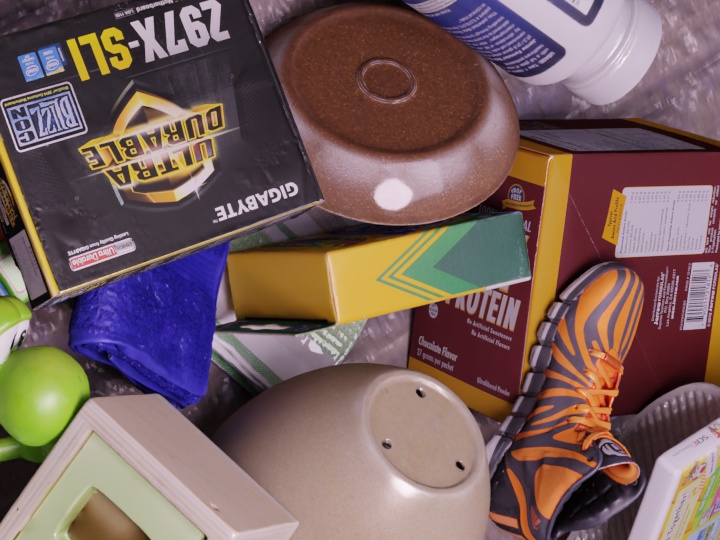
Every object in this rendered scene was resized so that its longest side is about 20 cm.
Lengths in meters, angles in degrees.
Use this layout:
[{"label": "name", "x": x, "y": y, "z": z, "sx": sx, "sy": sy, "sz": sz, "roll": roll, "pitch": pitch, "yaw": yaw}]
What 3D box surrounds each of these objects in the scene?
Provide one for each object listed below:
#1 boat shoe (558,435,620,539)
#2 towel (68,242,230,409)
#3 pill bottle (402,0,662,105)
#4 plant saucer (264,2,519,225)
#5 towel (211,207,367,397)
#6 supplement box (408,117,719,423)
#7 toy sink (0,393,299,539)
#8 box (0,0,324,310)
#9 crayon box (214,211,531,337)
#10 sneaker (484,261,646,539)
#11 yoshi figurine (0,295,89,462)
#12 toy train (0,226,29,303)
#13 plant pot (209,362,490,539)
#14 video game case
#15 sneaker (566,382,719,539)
[{"label": "boat shoe", "x": 0.223, "y": 0.164, "z": 1.776, "sx": 0.200, "sy": 0.075, "sz": 0.074, "roll": -42, "pitch": 112, "yaw": -26}, {"label": "towel", "x": -0.125, "y": -0.023, "z": 1.475, "sx": 0.148, "sy": 0.049, "sz": 0.202, "roll": 41, "pitch": 53, "yaw": -61}, {"label": "pill bottle", "x": 0.110, "y": -0.196, "z": 1.554, "sx": 0.199, "sy": 0.111, "sz": 0.112, "roll": 31, "pitch": 76, "yaw": -30}, {"label": "plant saucer", "x": 0.015, "y": -0.119, "z": 1.548, "sx": 0.200, "sy": 0.200, "sz": 0.037, "roll": -28, "pitch": 151, "yaw": -30}, {"label": "towel", "x": -0.040, "y": -0.010, "z": 1.602, "sx": 0.149, "sy": 0.031, "sz": 0.201, "roll": 42, "pitch": 70, "yaw": -31}, {"label": "supplement box", "x": 0.160, "y": -0.003, "z": 1.664, "sx": 0.199, "sy": 0.132, "sz": 0.199, "roll": -3, "pitch": 105, "yaw": -35}, {"label": "toy sink", "x": -0.159, "y": 0.195, "z": 1.411, "sx": 0.200, "sy": 0.130, "sz": 0.112, "roll": -53, "pitch": 163, "yaw": 12}, {"label": "box", "x": -0.138, "y": -0.083, "z": 1.401, "sx": 0.199, "sy": 0.049, "sz": 0.161, "roll": -20, "pitch": 86, "yaw": -31}, {"label": "crayon box", "x": 0.000, "y": 0.000, "z": 1.541, "sx": 0.199, "sy": 0.125, "sz": 0.052, "roll": -14, "pitch": 98, "yaw": -35}, {"label": "sneaker", "x": 0.161, "y": 0.097, "z": 1.540, "sx": 0.077, "sy": 0.112, "sz": 0.201, "roll": 26, "pitch": 89, "yaw": -37}, {"label": "yoshi figurine", "x": -0.231, "y": 0.119, "z": 1.399, "sx": 0.111, "sy": 0.112, "sz": 0.201, "roll": 17, "pitch": 101, "yaw": -27}, {"label": "toy train", "x": -0.270, "y": -0.053, "z": 1.412, "sx": 0.115, "sy": 0.085, "sz": 0.201, "roll": -37, "pitch": 114, "yaw": -13}, {"label": "plant pot", "x": 0.008, "y": 0.139, "z": 1.491, "sx": 0.199, "sy": 0.135, "sz": 0.201, "roll": 19, "pitch": 48, "yaw": -22}, {"label": "video game case", "x": 0.250, "y": 0.167, "z": 1.602, "sx": 0.181, "sy": 0.023, "sz": 0.201, "roll": -27, "pitch": 145, "yaw": -35}, {"label": "sneaker", "x": 0.230, "y": 0.163, "z": 1.670, "sx": 0.104, "sy": 0.075, "sz": 0.201, "roll": 2, "pitch": 126, "yaw": -49}]
